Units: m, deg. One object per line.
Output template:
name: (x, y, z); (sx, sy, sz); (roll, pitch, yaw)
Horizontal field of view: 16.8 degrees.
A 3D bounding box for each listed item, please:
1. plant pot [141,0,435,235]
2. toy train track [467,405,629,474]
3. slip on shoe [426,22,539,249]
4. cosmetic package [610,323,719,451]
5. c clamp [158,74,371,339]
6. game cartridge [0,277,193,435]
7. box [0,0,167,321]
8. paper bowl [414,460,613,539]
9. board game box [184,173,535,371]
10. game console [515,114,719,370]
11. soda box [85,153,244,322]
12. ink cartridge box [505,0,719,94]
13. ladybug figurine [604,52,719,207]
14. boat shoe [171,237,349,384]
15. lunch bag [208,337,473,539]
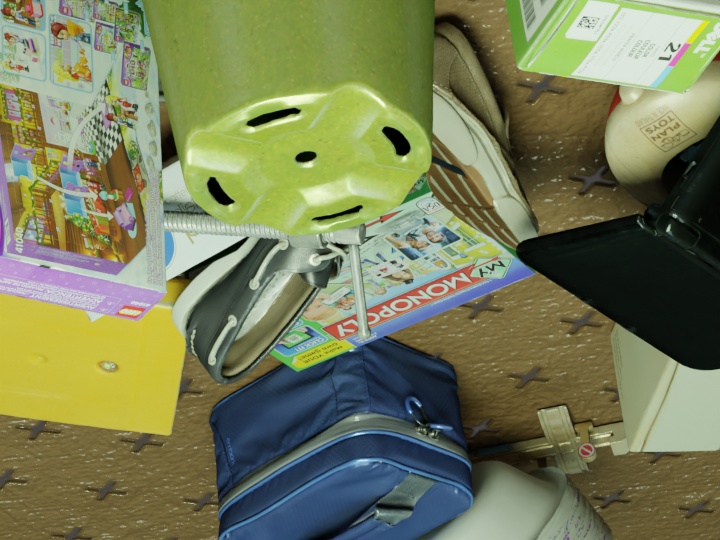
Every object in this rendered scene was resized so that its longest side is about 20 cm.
plant pot: (-0.035, -0.128, 1.309); (0.200, 0.184, 0.200); (-5, 148, -3)
toy train track: (0.121, 0.156, 1.935); (0.200, 0.033, 0.115); (-11, 148, 10)
slip on shoe: (0.070, -0.080, 1.519); (0.076, 0.061, 0.200); (26, 165, 39)
cosmetic package: (0.234, 0.036, 1.699); (0.073, 0.104, 0.200); (-1, 147, -8)
c clamp: (-0.089, -0.049, 1.458); (0.200, 0.027, 0.171); (9, 115, 18)
game cartridge: (-0.220, 0.048, 1.681); (0.200, 0.032, 0.176); (9, 146, -5)
box: (-0.178, -0.078, 1.345); (0.137, 0.200, 0.039); (13, 146, -29)
paper bowl: (0.084, 0.223, 1.852); (0.201, 0.201, 0.104); (-31, 104, 34)
board game box: (0.000, 0.000, 1.667); (0.200, 0.029, 0.135); (-24, 143, 25)
game console: (0.230, -0.027, 1.515); (0.200, 0.116, 0.176); (31, 92, -39)
soda box: (-0.099, -0.044, 1.521); (0.200, 0.068, 0.064); (-27, 99, 30)
ink cartridge box: (0.179, -0.172, 1.312); (0.200, 0.148, 0.076); (7, 146, -21)
ladybug figurine: (0.229, -0.088, 1.528); (0.136, 0.072, 0.200); (-30, 141, 32)
boat shoe: (-0.041, -0.009, 1.568); (0.200, 0.060, 0.074); (-44, 147, 17)
lunch bag: (-0.009, 0.145, 1.799); (0.136, 0.132, 0.200); (22, 139, -38)
